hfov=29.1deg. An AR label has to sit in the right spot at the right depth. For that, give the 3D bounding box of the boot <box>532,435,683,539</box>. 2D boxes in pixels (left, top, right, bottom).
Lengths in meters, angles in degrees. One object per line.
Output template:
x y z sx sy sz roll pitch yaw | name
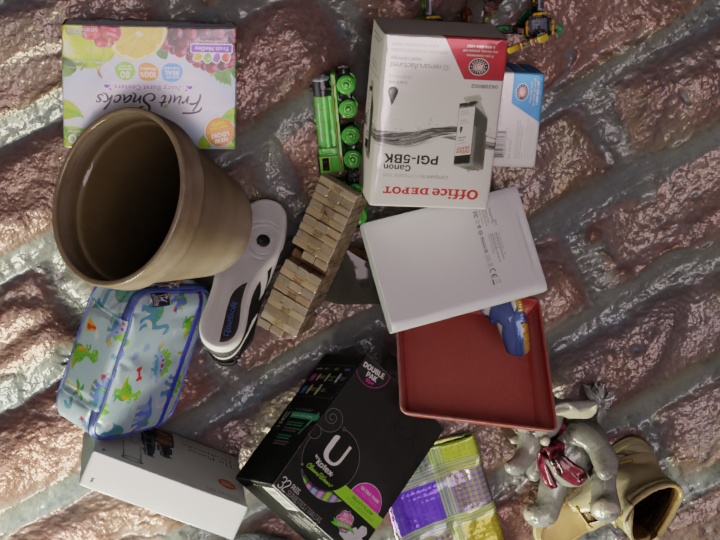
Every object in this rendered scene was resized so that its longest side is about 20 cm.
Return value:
0.320 0.317 1.803 0.200 0.156 0.073 -39 109 4 | boot

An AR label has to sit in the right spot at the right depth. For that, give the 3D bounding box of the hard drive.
0.111 -0.014 1.652 0.198 0.027 0.133 -14 82 -14 | hard drive

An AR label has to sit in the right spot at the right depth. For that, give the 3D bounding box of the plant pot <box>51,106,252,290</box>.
-0.220 -0.066 1.574 0.173 0.200 0.201 18 108 -55 | plant pot

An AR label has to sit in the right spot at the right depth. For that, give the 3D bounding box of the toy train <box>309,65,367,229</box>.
-0.026 -0.146 1.670 0.056 0.042 0.202 -5 108 4 | toy train

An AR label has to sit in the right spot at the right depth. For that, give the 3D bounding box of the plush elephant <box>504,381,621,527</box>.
0.242 0.217 1.763 0.154 0.164 0.202 23 74 -28 | plush elephant

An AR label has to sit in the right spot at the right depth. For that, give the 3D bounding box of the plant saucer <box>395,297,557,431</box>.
0.135 0.112 1.712 0.197 0.201 0.037 8 139 -12 | plant saucer

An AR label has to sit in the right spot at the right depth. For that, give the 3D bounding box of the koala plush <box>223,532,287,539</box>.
-0.138 0.444 1.746 0.183 0.200 0.178 -39 108 4 | koala plush

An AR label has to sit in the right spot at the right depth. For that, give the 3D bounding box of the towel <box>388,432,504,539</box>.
0.110 0.321 1.842 0.142 0.023 0.202 -16 109 -3 | towel

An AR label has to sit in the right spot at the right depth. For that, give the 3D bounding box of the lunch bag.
-0.264 0.095 1.648 0.082 0.160 0.202 27 103 27 | lunch bag

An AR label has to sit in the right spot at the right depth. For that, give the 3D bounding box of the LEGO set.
0.150 -0.320 1.601 0.198 0.116 0.155 4 106 -10 | LEGO set

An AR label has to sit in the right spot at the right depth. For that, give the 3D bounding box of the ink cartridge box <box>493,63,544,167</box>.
0.112 -0.189 1.661 0.198 0.068 0.116 1 108 -10 | ink cartridge box

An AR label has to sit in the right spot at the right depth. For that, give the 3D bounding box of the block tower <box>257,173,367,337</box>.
-0.054 -0.016 1.653 0.054 0.058 0.201 29 109 12 | block tower

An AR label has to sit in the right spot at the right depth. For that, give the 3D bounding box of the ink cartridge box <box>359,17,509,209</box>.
0.081 -0.176 1.576 0.145 0.083 0.202 1 112 -9 | ink cartridge box

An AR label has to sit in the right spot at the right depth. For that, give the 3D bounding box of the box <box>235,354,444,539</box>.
-0.025 0.223 1.700 0.149 0.124 0.201 44 69 -18 | box

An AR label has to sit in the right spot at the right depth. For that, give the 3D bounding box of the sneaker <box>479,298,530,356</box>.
0.146 0.018 1.713 0.087 0.075 0.202 -21 82 -1 | sneaker

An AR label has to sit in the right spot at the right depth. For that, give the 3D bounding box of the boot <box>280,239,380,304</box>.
0.000 0.000 1.709 0.198 0.076 0.074 14 112 6 | boot

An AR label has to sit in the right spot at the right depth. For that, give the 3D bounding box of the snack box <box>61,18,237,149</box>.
-0.243 -0.215 1.606 0.198 0.053 0.144 -1 109 -9 | snack box

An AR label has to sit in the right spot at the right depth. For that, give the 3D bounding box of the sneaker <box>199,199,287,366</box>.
-0.146 0.018 1.688 0.072 0.112 0.202 20 69 4 | sneaker

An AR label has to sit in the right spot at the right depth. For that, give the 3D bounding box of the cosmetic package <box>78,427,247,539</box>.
-0.241 0.245 1.696 0.198 0.151 0.052 23 103 -15 | cosmetic package
